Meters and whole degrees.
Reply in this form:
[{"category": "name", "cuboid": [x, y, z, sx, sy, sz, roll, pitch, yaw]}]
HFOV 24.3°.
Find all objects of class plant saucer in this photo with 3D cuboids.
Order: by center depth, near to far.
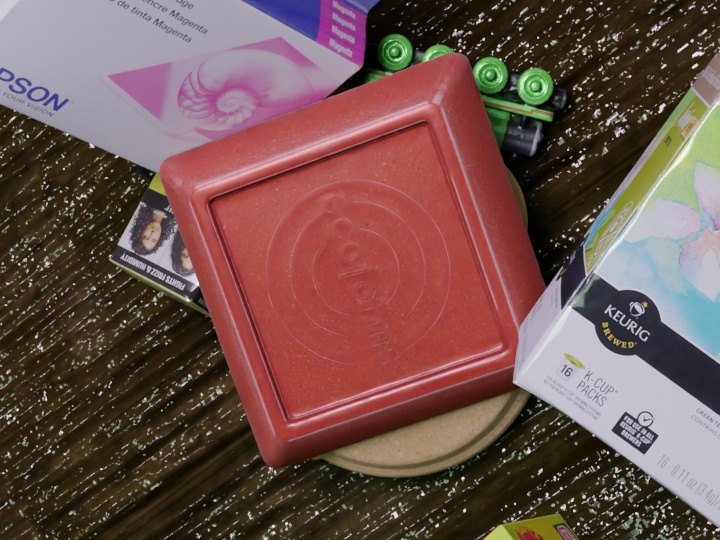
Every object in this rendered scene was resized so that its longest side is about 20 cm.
[{"category": "plant saucer", "cuboid": [0.000, 0.000, 0.978, 0.198, 0.037, 0.202, -19, 97, 9]}]

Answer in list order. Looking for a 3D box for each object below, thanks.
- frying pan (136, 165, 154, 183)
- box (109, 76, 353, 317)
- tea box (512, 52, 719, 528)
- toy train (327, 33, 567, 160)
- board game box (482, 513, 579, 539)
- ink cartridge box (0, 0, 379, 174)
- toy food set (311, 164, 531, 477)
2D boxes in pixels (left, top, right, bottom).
[{"category": "frying pan", "cuboid": [-0.074, -0.013, 1.105, 0.188, 0.031, 0.116, 3, 79, 30]}, {"category": "box", "cuboid": [-0.079, -0.073, 1.079, 0.075, 0.050, 0.201, 26, 82, 27]}, {"category": "tea box", "cuboid": [0.215, 0.024, 0.874, 0.199, 0.134, 0.198, 34, 102, 0]}, {"category": "toy train", "cuboid": [0.027, -0.115, 1.028, 0.197, 0.042, 0.057, 15, 94, 4]}, {"category": "board game box", "cuboid": [0.045, 0.229, 0.993, 0.200, 0.101, 0.048, -45, 70, 16]}, {"category": "ink cartridge box", "cuboid": [-0.099, -0.139, 0.937, 0.199, 0.195, 0.044, -37, 47, 33]}, {"category": "toy food set", "cuboid": [0.016, 0.028, 1.024, 0.195, 0.049, 0.203, -12, 98, 9]}]
